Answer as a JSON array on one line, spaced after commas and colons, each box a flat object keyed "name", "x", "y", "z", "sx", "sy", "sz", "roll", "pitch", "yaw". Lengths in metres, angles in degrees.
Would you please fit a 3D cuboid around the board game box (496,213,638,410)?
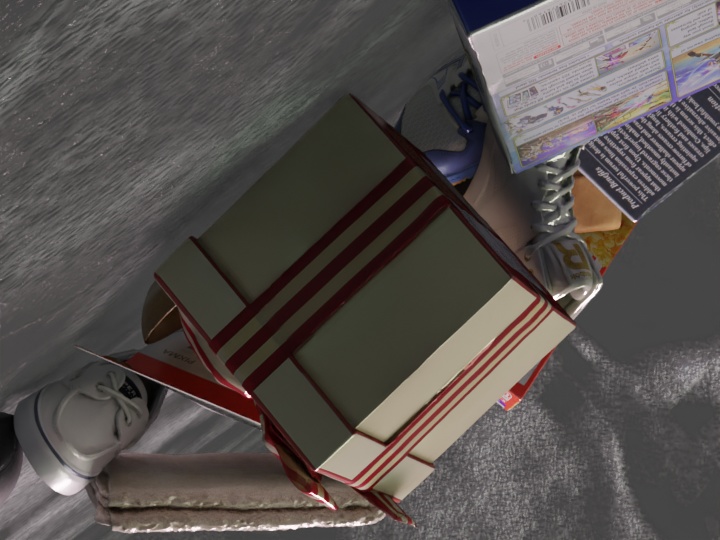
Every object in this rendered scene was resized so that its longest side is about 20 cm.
[{"name": "board game box", "x": 0.111, "y": -0.017, "z": 2.023, "sx": 0.201, "sy": 0.151, "sz": 0.046, "roll": -56, "pitch": -179, "yaw": -17}]

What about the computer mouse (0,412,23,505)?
[{"name": "computer mouse", "x": -0.284, "y": 0.158, "z": 1.676, "sx": 0.200, "sy": 0.053, "sz": 0.138, "roll": -33, "pitch": 173, "yaw": -46}]

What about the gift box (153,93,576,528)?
[{"name": "gift box", "x": 0.007, "y": 0.036, "z": 1.580, "sx": 0.187, "sy": 0.185, "sz": 0.200, "roll": -43, "pitch": 154, "yaw": 5}]

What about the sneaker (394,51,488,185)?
[{"name": "sneaker", "x": 0.094, "y": -0.135, "z": 1.675, "sx": 0.200, "sy": 0.075, "sz": 0.088, "roll": -39, "pitch": 159, "yaw": -4}]

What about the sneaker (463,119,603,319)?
[{"name": "sneaker", "x": 0.125, "y": -0.043, "z": 1.649, "sx": 0.073, "sy": 0.116, "sz": 0.201, "roll": -9, "pitch": 137, "yaw": -32}]

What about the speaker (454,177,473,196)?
[{"name": "speaker", "x": 0.061, "y": -0.061, "z": 1.756, "sx": 0.200, "sy": 0.081, "sz": 0.081, "roll": -48, "pitch": 176, "yaw": -2}]

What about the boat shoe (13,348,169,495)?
[{"name": "boat shoe", "x": -0.177, "y": 0.091, "z": 1.764, "sx": 0.065, "sy": 0.074, "sz": 0.200, "roll": -35, "pitch": -172, "yaw": 15}]

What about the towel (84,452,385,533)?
[{"name": "towel", "x": -0.087, "y": 0.152, "z": 1.782, "sx": 0.198, "sy": 0.035, "sz": 0.133, "roll": 0, "pitch": -172, "yaw": -11}]

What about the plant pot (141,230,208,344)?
[{"name": "plant pot", "x": -0.069, "y": -0.023, "z": 1.705, "sx": 0.200, "sy": 0.028, "sz": 0.200, "roll": -37, "pitch": 176, "yaw": -3}]

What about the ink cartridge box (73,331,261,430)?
[{"name": "ink cartridge box", "x": -0.073, "y": 0.078, "z": 1.730, "sx": 0.057, "sy": 0.162, "sz": 0.200, "roll": -65, "pitch": 153, "yaw": -9}]

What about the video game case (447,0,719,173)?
[{"name": "video game case", "x": 0.155, "y": -0.147, "z": 1.460, "sx": 0.199, "sy": 0.046, "sz": 0.181, "roll": -24, "pitch": 154, "yaw": 1}]

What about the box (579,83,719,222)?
[{"name": "box", "x": 0.231, "y": -0.159, "z": 1.840, "sx": 0.200, "sy": 0.107, "sz": 0.149, "roll": -39, "pitch": -159, "yaw": 25}]

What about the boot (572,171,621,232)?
[{"name": "boot", "x": 0.109, "y": -0.027, "z": 1.967, "sx": 0.199, "sy": 0.190, "sz": 0.068, "roll": -11, "pitch": -165, "yaw": -33}]

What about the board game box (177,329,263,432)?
[{"name": "board game box", "x": -0.046, "y": 0.061, "z": 1.845, "sx": 0.035, "sy": 0.126, "sz": 0.200, "roll": -53, "pitch": -165, "yaw": -28}]
